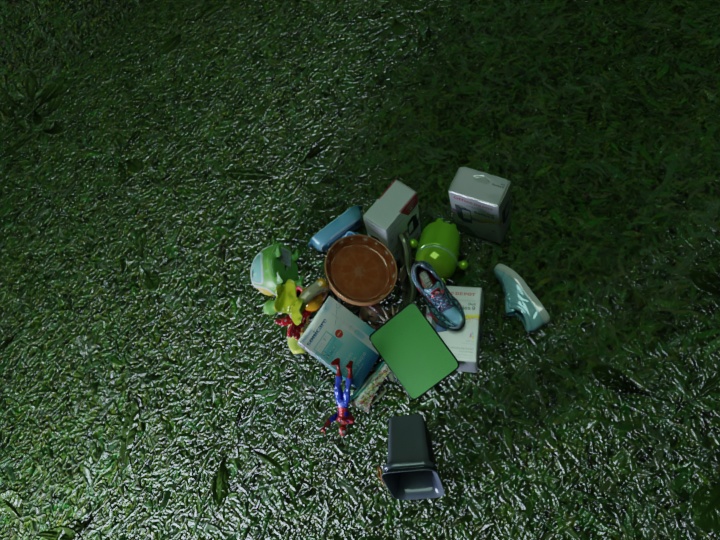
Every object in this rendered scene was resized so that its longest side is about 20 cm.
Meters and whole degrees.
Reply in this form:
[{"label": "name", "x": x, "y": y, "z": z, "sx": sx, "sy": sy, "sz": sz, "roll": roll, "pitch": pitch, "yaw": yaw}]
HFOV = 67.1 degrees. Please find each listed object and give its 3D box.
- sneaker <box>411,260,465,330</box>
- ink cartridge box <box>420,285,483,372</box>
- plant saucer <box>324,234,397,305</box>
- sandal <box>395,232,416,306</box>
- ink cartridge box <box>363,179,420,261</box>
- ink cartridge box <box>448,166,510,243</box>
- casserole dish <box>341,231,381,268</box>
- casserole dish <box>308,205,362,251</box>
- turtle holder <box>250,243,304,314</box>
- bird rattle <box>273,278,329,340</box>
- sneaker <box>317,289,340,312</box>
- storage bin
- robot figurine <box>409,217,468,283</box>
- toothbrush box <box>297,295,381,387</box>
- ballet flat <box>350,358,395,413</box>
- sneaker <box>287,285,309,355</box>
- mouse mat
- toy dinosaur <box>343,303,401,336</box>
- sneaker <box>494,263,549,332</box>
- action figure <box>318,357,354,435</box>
[{"label": "sneaker", "x": 0.185, "y": 0.063, "z": 1.346, "sx": 0.079, "sy": 0.095, "sz": 0.201, "roll": -38, "pitch": 77, "yaw": 5}, {"label": "ink cartridge box", "x": 0.240, "y": 0.148, "z": 1.409, "sx": 0.142, "sy": 0.088, "sz": 0.204, "roll": 3, "pitch": 64, "yaw": 18}, {"label": "plant saucer", "x": 0.000, "y": 0.000, "z": 1.436, "sx": 0.195, "sy": 0.032, "sz": 0.205, "roll": 5, "pitch": 61, "yaw": -10}, {"label": "sandal", "x": 0.111, "y": 0.001, "z": 1.481, "sx": 0.056, "sy": 0.080, "sz": 0.206, "roll": -12, "pitch": 103, "yaw": -14}, {"label": "ink cartridge box", "x": 0.094, "y": -0.127, "z": 1.519, "sx": 0.082, "sy": 0.201, "sz": 0.146, "roll": 32, "pitch": 72, "yaw": 25}, {"label": "ink cartridge box", "x": 0.326, "y": -0.174, "z": 1.472, "sx": 0.143, "sy": 0.201, "sz": 0.089, "roll": 21, "pitch": 70, "yaw": 23}, {"label": "casserole dish", "x": 0.010, "y": -0.027, "z": 1.554, "sx": 0.038, "sy": 0.123, "sz": 0.201, "roll": -15, "pitch": 51, "yaw": -35}, {"label": "casserole dish", "x": -0.066, "y": -0.119, "z": 1.609, "sx": 0.198, "sy": 0.121, "sz": 0.039, "roll": -37, "pitch": 82, "yaw": -4}, {"label": "turtle holder", "x": -0.248, "y": 0.021, "z": 1.597, "sx": 0.129, "sy": 0.141, "sz": 0.190, "roll": -15, "pitch": 97, "yaw": 27}, {"label": "bird rattle", "x": -0.142, "y": 0.097, "z": 1.409, "sx": 0.162, "sy": 0.201, "sz": 0.113, "roll": -38, "pitch": 67, "yaw": -15}, {"label": "sneaker", "x": -0.095, "y": 0.135, "z": 1.510, "sx": 0.073, "sy": 0.085, "sz": 0.204, "roll": -11, "pitch": 61, "yaw": 10}, {"label": "storage bin", "x": 0.111, "y": 0.429, "z": 1.252, "sx": 0.142, "sy": 0.202, "sz": 0.137, "roll": -9, "pitch": 50, "yaw": 11}, {"label": "robot figurine", "x": 0.211, "y": -0.051, "z": 1.482, "sx": 0.172, "sy": 0.117, "sz": 0.202, "roll": 23, "pitch": 46, "yaw": -3}, {"label": "toothbrush box", "x": -0.048, "y": 0.188, "z": 1.426, "sx": 0.199, "sy": 0.085, "sz": 0.147, "roll": 37, "pitch": 76, "yaw": 1}, {"label": "ballet flat", "x": 0.052, "y": 0.283, "z": 1.415, "sx": 0.064, "sy": 0.076, "sz": 0.201, "roll": 40, "pitch": 83, "yaw": -3}, {"label": "sneaker", "x": -0.178, "y": 0.136, "z": 1.529, "sx": 0.076, "sy": 0.091, "sz": 0.204, "roll": -6, "pitch": 63, "yaw": 11}, {"label": "mouse mat", "x": 0.132, "y": 0.202, "z": 1.356, "sx": 0.160, "sy": 0.008, "sz": 0.202, "roll": -39, "pitch": 83, "yaw": 18}, {"label": "toy dinosaur", "x": 0.041, "y": 0.112, "z": 1.442, "sx": 0.197, "sy": 0.136, "sz": 0.087, "roll": 27, "pitch": 84, "yaw": 4}, {"label": "sneaker", "x": 0.398, "y": 0.071, "z": 1.411, "sx": 0.081, "sy": 0.074, "sz": 0.201, "roll": -32, "pitch": 59, "yaw": -6}, {"label": "action figure", "x": -0.055, "y": 0.332, "z": 1.342, "sx": 0.064, "sy": 0.205, "sz": 0.099, "roll": 8, "pitch": 23, "yaw": 24}]
